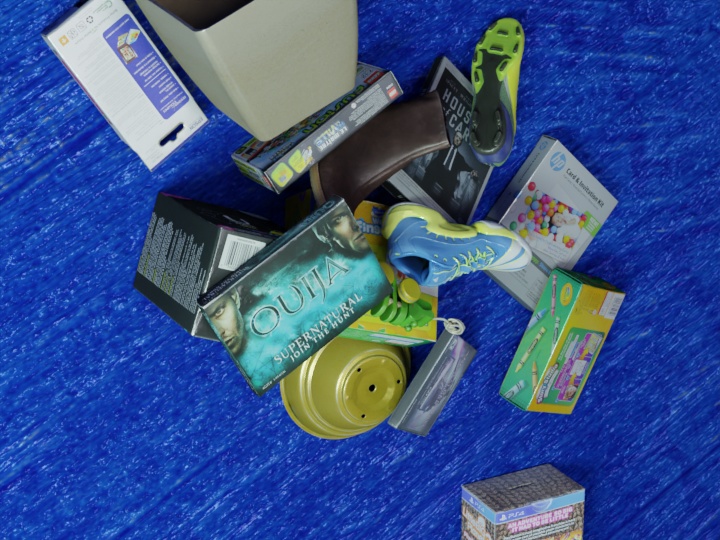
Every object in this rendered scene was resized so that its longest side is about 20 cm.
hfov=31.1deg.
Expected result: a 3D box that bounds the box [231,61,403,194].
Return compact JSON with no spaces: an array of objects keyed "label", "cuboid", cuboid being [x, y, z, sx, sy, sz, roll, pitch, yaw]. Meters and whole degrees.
[{"label":"box","cuboid":[-0.053,-0.177,1.572,0.200,0.110,0.035,-40,119,-13]}]

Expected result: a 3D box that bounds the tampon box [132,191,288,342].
[{"label":"tampon box","cuboid":[-0.154,0.001,1.519,0.149,0.200,0.127,13,99,-32]}]

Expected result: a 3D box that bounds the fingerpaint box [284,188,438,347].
[{"label":"fingerpaint box","cuboid":[0.000,0.000,1.645,0.198,0.073,0.169,10,76,-31]}]

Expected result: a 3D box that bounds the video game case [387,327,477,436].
[{"label":"video game case","cuboid":[0.100,0.154,1.737,0.144,0.019,0.200,-58,162,-1]}]

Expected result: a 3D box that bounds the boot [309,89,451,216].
[{"label":"boot","cuboid":[0.026,-0.135,1.557,0.165,0.201,0.073,-14,136,13]}]

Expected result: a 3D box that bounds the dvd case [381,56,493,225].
[{"label":"dvd case","cuboid":[0.113,-0.153,1.678,0.150,0.025,0.201,40,63,-32]}]

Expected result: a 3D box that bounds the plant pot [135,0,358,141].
[{"label":"plant pot","cuboid":[-0.114,-0.269,1.473,0.199,0.200,0.178,-32,129,-16]}]

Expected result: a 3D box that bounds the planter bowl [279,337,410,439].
[{"label":"planter bowl","cuboid":[-0.001,0.143,1.715,0.199,0.083,0.203,-8,108,-26]}]

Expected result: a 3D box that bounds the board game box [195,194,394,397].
[{"label":"board game box","cuboid":[-0.070,0.028,1.439,0.200,0.028,0.136,-38,121,-14]}]

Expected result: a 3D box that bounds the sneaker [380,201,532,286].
[{"label":"sneaker","cuboid":[0.117,-0.012,1.609,0.198,0.106,0.076,14,140,-8]}]

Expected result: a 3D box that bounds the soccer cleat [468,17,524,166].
[{"label":"soccer cleat","cuboid":[0.179,-0.233,1.698,0.084,0.064,0.202,49,48,-65]}]

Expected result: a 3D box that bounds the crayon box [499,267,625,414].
[{"label":"crayon box","cuboid":[0.288,0.104,1.846,0.118,0.058,0.202,11,106,-48]}]

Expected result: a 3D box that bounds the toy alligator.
[{"label":"toy alligator","cuboid":[0.049,0.047,1.580,0.199,0.059,0.055,31,46,-23]}]

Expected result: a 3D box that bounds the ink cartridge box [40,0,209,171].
[{"label":"ink cartridge box","cuboid":[-0.268,-0.220,1.487,0.095,0.037,0.201,-42,118,-12]}]

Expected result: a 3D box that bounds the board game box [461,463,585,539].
[{"label":"board game box","cuboid":[0.238,0.410,1.917,0.158,0.097,0.202,-8,109,-26]}]

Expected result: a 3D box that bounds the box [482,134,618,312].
[{"label":"box","cuboid":[0.253,-0.062,1.815,0.156,0.041,0.201,39,84,-32]}]
